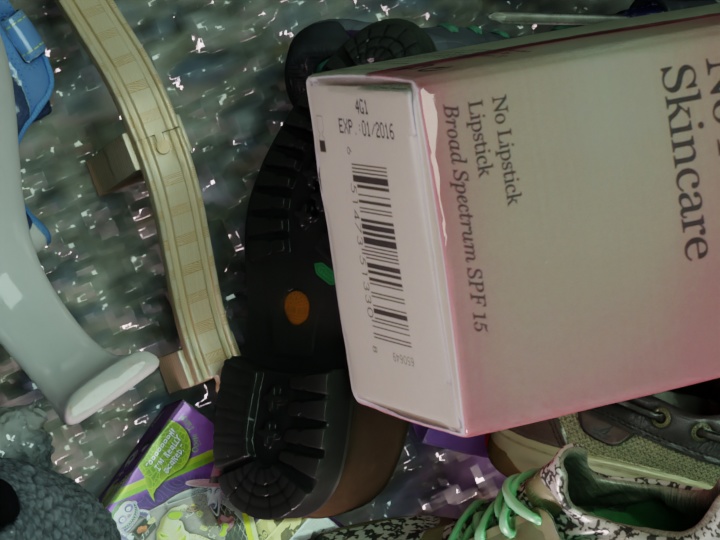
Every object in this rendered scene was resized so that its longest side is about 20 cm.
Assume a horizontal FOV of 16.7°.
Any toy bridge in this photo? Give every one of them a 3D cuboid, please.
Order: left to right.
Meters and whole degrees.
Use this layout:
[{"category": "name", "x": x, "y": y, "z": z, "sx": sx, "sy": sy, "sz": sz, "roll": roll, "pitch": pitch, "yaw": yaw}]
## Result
[{"category": "toy bridge", "x": -0.088, "y": -0.045, "z": 0.976, "sx": 0.027, "sy": 0.067, "sz": 0.200, "roll": -21, "pitch": 89, "yaw": -22}]

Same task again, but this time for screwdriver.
[{"category": "screwdriver", "x": 0.101, "y": -0.101, "z": 1.023, "sx": 0.028, "sy": 0.029, "sz": 0.200, "roll": 37, "pitch": 27, "yaw": 24}]

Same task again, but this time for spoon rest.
[{"category": "spoon rest", "x": -0.150, "y": -0.031, "z": 0.899, "sx": 0.099, "sy": 0.061, "sz": 0.200, "roll": -34, "pitch": 88, "yaw": -19}]

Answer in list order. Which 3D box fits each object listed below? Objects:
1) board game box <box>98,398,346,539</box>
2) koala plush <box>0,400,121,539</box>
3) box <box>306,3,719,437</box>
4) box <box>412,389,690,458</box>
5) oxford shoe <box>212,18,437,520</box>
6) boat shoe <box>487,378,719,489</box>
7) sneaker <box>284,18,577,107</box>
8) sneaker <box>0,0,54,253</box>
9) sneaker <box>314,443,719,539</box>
[{"category": "board game box", "x": -0.083, "y": 0.166, "z": 0.968, "sx": 0.120, "sy": 0.032, "sz": 0.200, "roll": 41, "pitch": 70, "yaw": -15}, {"category": "koala plush", "x": -0.171, "y": 0.125, "z": 0.879, "sx": 0.200, "sy": 0.184, "sz": 0.177, "roll": -21, "pitch": 58, "yaw": -35}, {"category": "box", "x": 0.096, "y": -0.025, "z": 0.903, "sx": 0.200, "sy": 0.109, "sz": 0.128, "roll": -12, "pitch": 99, "yaw": -21}, {"category": "box", "x": 0.134, "y": 0.027, "z": 1.028, "sx": 0.200, "sy": 0.039, "sz": 0.137, "roll": 14, "pitch": 110, "yaw": -18}, {"category": "oxford shoe", "x": 0.000, "y": 0.000, "z": 0.979, "sx": 0.084, "sy": 0.073, "sz": 0.200, "roll": 10, "pitch": 96, "yaw": -51}, {"category": "boat shoe", "x": 0.152, "y": 0.061, "z": 0.974, "sx": 0.200, "sy": 0.073, "sz": 0.065, "roll": 4, "pitch": 111, "yaw": -2}, {"category": "sneaker", "x": 0.061, "y": -0.076, "z": 1.048, "sx": 0.200, "sy": 0.074, "sz": 0.088, "roll": 20, "pitch": 51, "yaw": -18}, {"category": "sneaker", "x": -0.164, "y": -0.090, "z": 0.954, "sx": 0.082, "sy": 0.074, "sz": 0.200, "roll": -3, "pitch": 92, "yaw": -20}, {"category": "sneaker", "x": 0.071, "y": 0.099, "z": 0.937, "sx": 0.077, "sy": 0.200, "sz": 0.089, "roll": -61, "pitch": 145, "yaw": -53}]
